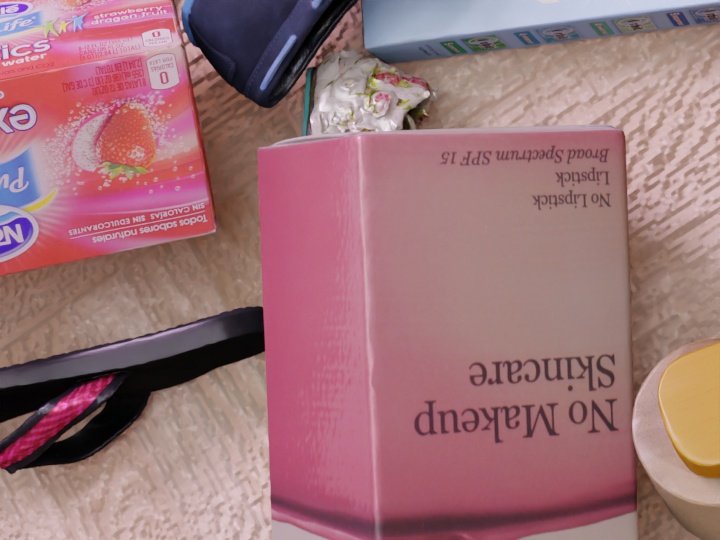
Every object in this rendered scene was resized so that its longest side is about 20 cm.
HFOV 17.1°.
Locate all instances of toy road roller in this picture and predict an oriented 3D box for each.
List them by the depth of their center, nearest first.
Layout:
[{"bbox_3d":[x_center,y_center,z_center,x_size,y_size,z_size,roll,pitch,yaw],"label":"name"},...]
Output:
[{"bbox_3d":[0.200,0.014,0.997,0.199,0.123,0.147,-21,67,7],"label":"toy road roller"}]

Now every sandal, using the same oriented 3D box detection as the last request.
[{"bbox_3d":[-0.129,0.063,1.100,0.199,0.075,0.045,-15,80,10],"label":"sandal"}]

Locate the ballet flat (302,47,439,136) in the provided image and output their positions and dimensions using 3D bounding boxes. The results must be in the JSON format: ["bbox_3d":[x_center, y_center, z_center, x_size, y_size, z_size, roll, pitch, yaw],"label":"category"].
[{"bbox_3d":[0.000,0.000,1.074,0.064,0.076,0.201,4,88,7],"label":"ballet flat"}]

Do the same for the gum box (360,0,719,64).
[{"bbox_3d":[0.096,-0.191,1.080,0.199,0.045,0.171,-6,83,15],"label":"gum box"}]

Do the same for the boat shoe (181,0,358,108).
[{"bbox_3d":[0.014,-0.149,1.045,0.200,0.084,0.069,-41,78,26],"label":"boat shoe"}]

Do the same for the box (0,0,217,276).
[{"bbox_3d":[-0.172,-0.060,1.067,0.199,0.103,0.095,-12,120,-5],"label":"box"}]

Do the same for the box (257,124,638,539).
[{"bbox_3d":[0.036,0.042,1.002,0.127,0.109,0.201,-3,91,-25],"label":"box"}]
